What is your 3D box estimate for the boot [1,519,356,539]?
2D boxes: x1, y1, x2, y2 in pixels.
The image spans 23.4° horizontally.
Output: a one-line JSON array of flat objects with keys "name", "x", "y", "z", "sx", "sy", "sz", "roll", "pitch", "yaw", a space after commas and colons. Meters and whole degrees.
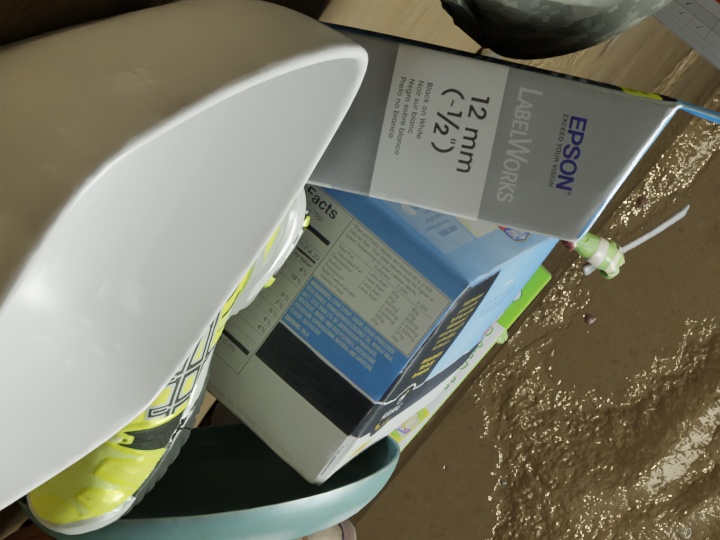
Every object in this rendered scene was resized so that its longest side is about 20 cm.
[{"name": "boot", "x": -0.105, "y": 0.168, "z": 0.961, "sx": 0.199, "sy": 0.071, "sz": 0.146, "roll": -15, "pitch": 167, "yaw": 33}]

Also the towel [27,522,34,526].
[{"name": "towel", "x": -0.202, "y": 0.201, "z": 1.096, "sx": 0.201, "sy": 0.022, "sz": 0.145, "roll": -56, "pitch": 170, "yaw": 30}]

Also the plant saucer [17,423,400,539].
[{"name": "plant saucer", "x": -0.077, "y": 0.112, "z": 0.895, "sx": 0.200, "sy": 0.198, "sz": 0.028, "roll": -23, "pitch": 110, "yaw": -69}]

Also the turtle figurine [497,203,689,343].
[{"name": "turtle figurine", "x": 0.171, "y": -0.035, "z": 1.533, "sx": 0.194, "sy": 0.144, "sz": 0.200, "roll": -51, "pitch": 168, "yaw": 31}]

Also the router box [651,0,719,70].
[{"name": "router box", "x": 0.187, "y": -0.196, "z": 0.807, "sx": 0.180, "sy": 0.200, "sz": 0.049, "roll": -54, "pitch": 169, "yaw": 25}]

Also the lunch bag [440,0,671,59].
[{"name": "lunch bag", "x": 0.082, "y": -0.163, "z": 0.635, "sx": 0.168, "sy": 0.139, "sz": 0.200, "roll": -50, "pitch": 170, "yaw": 5}]

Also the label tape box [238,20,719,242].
[{"name": "label tape box", "x": 0.061, "y": -0.054, "z": 0.717, "sx": 0.143, "sy": 0.198, "sz": 0.067, "roll": -46, "pitch": 150, "yaw": -81}]

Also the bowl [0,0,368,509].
[{"name": "bowl", "x": -0.101, "y": -0.010, "z": 0.586, "sx": 0.200, "sy": 0.075, "sz": 0.200, "roll": -54, "pitch": 170, "yaw": 29}]

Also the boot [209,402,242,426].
[{"name": "boot", "x": -0.060, "y": 0.111, "z": 1.300, "sx": 0.187, "sy": 0.064, "sz": 0.200, "roll": -58, "pitch": 173, "yaw": 17}]

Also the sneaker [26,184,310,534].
[{"name": "sneaker", "x": -0.100, "y": 0.027, "z": 0.774, "sx": 0.201, "sy": 0.075, "sz": 0.076, "roll": -61, "pitch": 162, "yaw": 7}]

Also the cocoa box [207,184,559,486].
[{"name": "cocoa box", "x": 0.000, "y": 0.000, "z": 0.904, "sx": 0.132, "sy": 0.133, "sz": 0.200, "roll": -53, "pitch": 170, "yaw": 19}]

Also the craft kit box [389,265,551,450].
[{"name": "craft kit box", "x": 0.041, "y": 0.087, "z": 1.341, "sx": 0.200, "sy": 0.049, "sz": 0.197, "roll": -47, "pitch": -178, "yaw": -27}]

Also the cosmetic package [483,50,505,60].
[{"name": "cosmetic package", "x": 0.068, "y": -0.048, "z": 1.186, "sx": 0.107, "sy": 0.090, "sz": 0.200, "roll": -44, "pitch": 172, "yaw": -22}]
